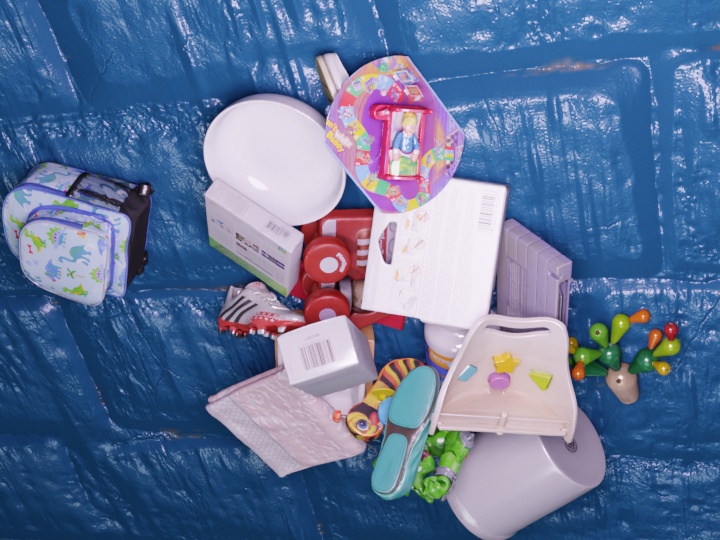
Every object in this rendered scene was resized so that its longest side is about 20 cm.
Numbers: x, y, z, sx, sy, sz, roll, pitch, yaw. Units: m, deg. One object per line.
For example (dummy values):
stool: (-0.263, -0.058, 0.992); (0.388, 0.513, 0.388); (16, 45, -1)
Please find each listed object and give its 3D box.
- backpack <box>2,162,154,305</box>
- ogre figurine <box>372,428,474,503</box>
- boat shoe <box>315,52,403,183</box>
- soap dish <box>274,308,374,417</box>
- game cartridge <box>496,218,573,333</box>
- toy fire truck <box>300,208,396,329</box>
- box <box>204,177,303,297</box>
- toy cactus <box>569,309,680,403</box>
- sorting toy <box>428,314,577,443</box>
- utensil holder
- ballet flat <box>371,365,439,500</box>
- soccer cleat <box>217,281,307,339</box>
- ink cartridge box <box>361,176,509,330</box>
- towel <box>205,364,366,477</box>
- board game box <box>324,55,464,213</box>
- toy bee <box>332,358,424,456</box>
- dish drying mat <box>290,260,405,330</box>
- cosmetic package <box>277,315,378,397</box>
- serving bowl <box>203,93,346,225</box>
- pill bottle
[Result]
backpack: (-0.427, -0.058, 1.640); (0.199, 0.147, 0.183); (19, 130, 5)
ogre figurine: (0.102, 0.279, 1.669); (0.098, 0.120, 0.200); (44, 164, 2)
boat shoe: (0.008, -0.198, 1.440); (0.068, 0.075, 0.200); (-28, 109, -1)
soap dish: (-0.053, 0.156, 1.741); (0.157, 0.081, 0.200); (10, 131, 10)
game cartridge: (0.238, 0.037, 1.533); (0.038, 0.130, 0.200); (-22, 132, -20)
toy fire truck: (0.000, 0.000, 1.577); (0.167, 0.112, 0.201); (-2, 120, -5)
box: (-0.150, -0.043, 1.560); (0.144, 0.036, 0.200); (34, 160, 6)
toy cactus: (0.370, 0.139, 1.596); (0.199, 0.102, 0.165); (-17, 132, 19)
sorting toy: (0.200, 0.133, 1.497); (0.199, 0.107, 0.180); (4, 129, -5)
utensil holder: (0.252, 0.303, 1.710); (0.170, 0.170, 0.200); (40, 128, -16)
ballet flat: (0.069, 0.235, 1.600); (0.067, 0.201, 0.070); (14, 165, 25)
soccer cleat: (-0.145, 0.058, 1.654); (0.068, 0.085, 0.200); (18, 167, -38)
ink cartridge box: (0.101, -0.029, 1.503); (0.173, 0.044, 0.201); (10, 100, 12)
towel: (-0.120, 0.244, 1.762); (0.191, 0.032, 0.200); (-24, 120, 34)
board game box: (0.052, -0.166, 1.397); (0.200, 0.158, 0.039); (50, 169, -25)
toy bee: (0.019, 0.210, 1.655); (0.108, 0.200, 0.131); (22, 137, 3)
dish drying mat: (-0.024, 0.033, 1.672); (0.199, 0.018, 0.077); (16, 131, 3)
cosmetic package: (-0.042, 0.123, 1.547); (0.101, 0.074, 0.200); (-17, 168, 4)
serving bowl: (-0.109, -0.159, 1.507); (0.199, 0.066, 0.201); (9, 130, 11)
pill bottle: (0.150, 0.114, 1.622); (0.112, 0.112, 0.200); (4, 130, 14)
